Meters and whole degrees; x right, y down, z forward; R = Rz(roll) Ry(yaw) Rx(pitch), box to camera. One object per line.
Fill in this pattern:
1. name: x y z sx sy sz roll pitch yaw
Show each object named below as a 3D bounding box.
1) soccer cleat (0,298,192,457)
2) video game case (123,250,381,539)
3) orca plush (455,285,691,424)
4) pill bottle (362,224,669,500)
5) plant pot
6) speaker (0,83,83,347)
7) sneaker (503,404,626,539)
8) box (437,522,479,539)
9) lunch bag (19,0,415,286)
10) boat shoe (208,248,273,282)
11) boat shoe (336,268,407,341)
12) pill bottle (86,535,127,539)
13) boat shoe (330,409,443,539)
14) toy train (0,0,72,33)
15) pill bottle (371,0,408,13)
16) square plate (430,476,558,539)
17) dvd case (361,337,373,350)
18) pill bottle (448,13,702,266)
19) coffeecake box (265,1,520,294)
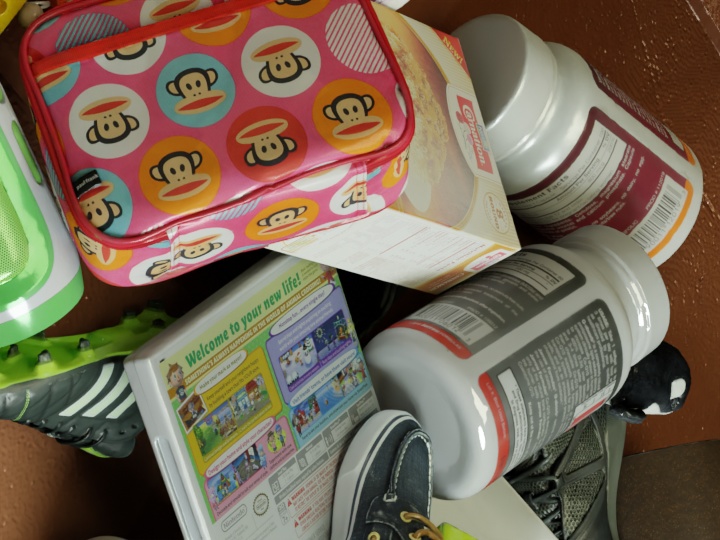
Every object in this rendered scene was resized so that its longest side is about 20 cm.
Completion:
1. soccer cleat: -0.163 0.071 1.377 0.199 0.067 0.082 -11 111 -46
2. video game case: -0.050 0.095 1.404 0.200 0.022 0.183 -38 114 -53
3. orca plush: 0.158 0.039 1.673 0.199 0.105 0.071 25 111 -16
4. pill bottle: 0.101 0.053 1.539 0.199 0.115 0.117 -30 111 -37
5. plant pot: 0.231 0.227 1.717 0.186 0.186 0.202 -4 80 -45
6. speaker: -0.221 -0.061 1.293 0.088 0.088 0.201 -41 119 -37
7. sneaker: 0.126 0.164 1.658 0.114 0.076 0.201 20 67 -40
8. box: 0.072 0.262 1.429 0.121 0.048 0.201 28 49 -16
9. lunch bag: -0.081 -0.098 1.320 0.198 0.082 0.177 -18 67 -10
10. boat shoe: -0.100 -0.077 1.445 0.200 0.071 0.077 56 39 -39
11. boat shoe: 0.001 0.002 1.545 0.201 0.063 0.074 -38 113 -41
12. pill bottle: -0.100 0.243 1.406 0.200 0.111 0.112 39 64 -38
13. boat shoe: 0.031 0.170 1.407 0.071 0.090 0.201 48 46 -42
14. toy train: -0.187 -0.202 1.327 0.150 0.056 0.201 -36 140 -20
15. pill bottle: -0.050 -0.228 1.453 0.199 0.112 0.113 14 80 -45
16. square plate: 0.042 0.193 1.511 0.200 0.028 0.198 48 44 4
17. dvd case: 0.017 0.168 1.587 0.150 0.025 0.201 -49 122 -34
18. pill bottle: 0.134 -0.084 1.642 0.200 0.114 0.115 34 67 -40
19. coffeecake box: -0.001 -0.082 1.462 0.199 0.073 0.155 15 53 -54
